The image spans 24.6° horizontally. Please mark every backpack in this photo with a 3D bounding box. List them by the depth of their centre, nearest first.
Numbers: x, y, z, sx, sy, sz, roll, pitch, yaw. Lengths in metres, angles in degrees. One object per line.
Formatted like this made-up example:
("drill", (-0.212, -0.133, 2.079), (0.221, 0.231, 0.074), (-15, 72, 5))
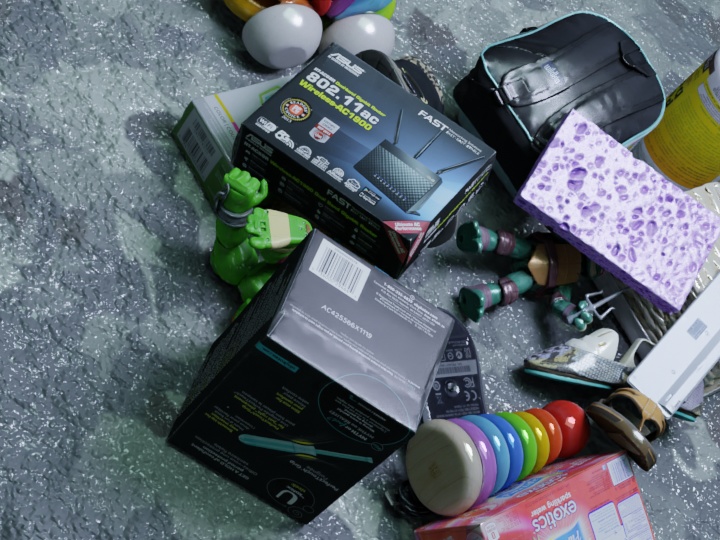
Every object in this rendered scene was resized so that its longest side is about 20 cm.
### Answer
("backpack", (0.216, -0.175, 1.767), (0.200, 0.153, 0.176), (-32, 79, -24))

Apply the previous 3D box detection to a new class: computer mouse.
("computer mouse", (0.070, 0.135, 1.549), (0.138, 0.053, 0.201), (3, 72, -33))

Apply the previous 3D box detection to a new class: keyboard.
("keyboard", (0.339, 0.064, 1.639), (0.056, 0.011, 0.200), (41, 61, 9))

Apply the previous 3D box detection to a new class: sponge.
("sponge", (0.260, -0.058, 1.648), (0.200, 0.030, 0.112), (35, 72, -5))

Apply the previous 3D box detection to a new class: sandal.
("sandal", (0.265, 0.145, 1.583), (0.082, 0.055, 0.200), (44, 6, 13))

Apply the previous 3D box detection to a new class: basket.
("basket", (0.355, 0.020, 1.749), (0.135, 0.123, 0.201), (-19, 72, -39))

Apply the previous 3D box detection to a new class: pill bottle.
("pill bottle", (0.385, -0.160, 1.835), (0.109, 0.200, 0.110), (16, 53, -23))

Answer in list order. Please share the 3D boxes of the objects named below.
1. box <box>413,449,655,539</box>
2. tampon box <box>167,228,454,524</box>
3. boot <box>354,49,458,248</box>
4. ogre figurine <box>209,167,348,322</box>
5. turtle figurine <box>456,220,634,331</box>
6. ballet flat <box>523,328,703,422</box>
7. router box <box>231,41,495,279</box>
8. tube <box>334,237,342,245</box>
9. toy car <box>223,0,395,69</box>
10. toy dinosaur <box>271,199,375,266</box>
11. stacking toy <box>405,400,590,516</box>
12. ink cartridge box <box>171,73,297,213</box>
("box", (0.160, 0.243, 1.483), (0.199, 0.094, 0.103), (-20, 91, -39))
("tampon box", (-0.043, 0.094, 1.398), (0.150, 0.200, 0.127), (33, 48, -11))
("boot", (0.061, -0.130, 1.675), (0.204, 0.073, 0.154), (67, 19, -1))
("ogre figurine", (-0.063, 0.009, 1.497), (0.199, 0.120, 0.098), (28, 54, -12))
("turtle figurine", (0.195, -0.006, 1.681), (0.199, 0.101, 0.151), (-5, 77, -24))
("ballet flat", (0.259, 0.096, 1.665), (0.199, 0.072, 0.072), (17, 53, -16))
("router box", (0.004, -0.105, 1.533), (0.200, 0.062, 0.150), (35, 53, 11))
("tube", (0.000, 0.000, 1.595), (0.077, 0.050, 0.201), (11, 60, -26))
("toy car", (-0.039, -0.306, 1.699), (0.199, 0.150, 0.176), (2, 59, -31))
("toy dinosaur", (0.009, -0.044, 1.555), (0.199, 0.060, 0.107), (1, 63, 4))
("stacking toy", (0.136, 0.162, 1.510), (0.199, 0.085, 0.086), (-10, 66, -44))
("ink cartridge box", (-0.074, -0.130, 1.622), (0.199, 0.059, 0.104), (-19, 71, -39))
